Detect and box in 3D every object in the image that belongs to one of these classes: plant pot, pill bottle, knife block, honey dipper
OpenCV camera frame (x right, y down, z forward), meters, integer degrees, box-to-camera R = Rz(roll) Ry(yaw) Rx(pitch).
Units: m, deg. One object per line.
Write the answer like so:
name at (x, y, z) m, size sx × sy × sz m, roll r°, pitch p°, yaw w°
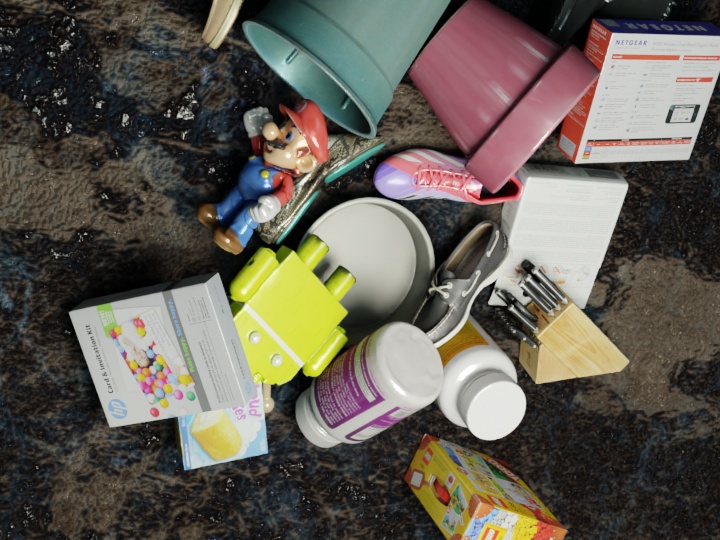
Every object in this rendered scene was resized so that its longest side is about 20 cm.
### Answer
plant pot at (-0.003, -0.295, 1.374) m, size 0.200 × 0.200 × 0.197 m, roll 40°, pitch 84°, yaw -25°
pill bottle at (0.005, 0.153, 1.510) m, size 0.111 × 0.114 × 0.199 m, roll 32°, pitch 136°, yaw -25°
pill bottle at (0.136, 0.133, 1.539) m, size 0.109 × 0.200 × 0.113 m, roll -8°, pitch 116°, yaw -17°
knife block at (0.280, 0.061, 1.631) m, size 0.196 × 0.064 × 0.178 m, roll -6°, pitch 120°, yaw -17°
plant pot at (0.163, -0.227, 1.442) m, size 0.179 × 0.200 × 0.200 m, roll 43°, pitch 90°, yaw 1°
honey dipper at (-0.122, 0.091, 1.535) m, size 0.037 × 0.038 × 0.204 m, roll -2°, pitch 111°, yaw -18°

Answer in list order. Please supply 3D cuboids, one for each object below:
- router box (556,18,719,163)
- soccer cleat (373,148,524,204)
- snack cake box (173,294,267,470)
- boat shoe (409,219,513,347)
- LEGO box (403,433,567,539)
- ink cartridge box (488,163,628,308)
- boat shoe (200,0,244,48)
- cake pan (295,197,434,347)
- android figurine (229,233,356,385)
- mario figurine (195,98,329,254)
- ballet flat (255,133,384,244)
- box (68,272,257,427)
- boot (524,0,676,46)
router box at (0.372, -0.234, 1.555) m, size 0.197 × 0.049 × 0.182 m, roll -4°, pitch 123°, yaw -26°
soccer cleat at (0.116, -0.117, 1.525) m, size 0.196 × 0.076 × 0.068 m, roll 2°, pitch 107°, yaw -20°
snack cake box at (-0.185, 0.140, 1.508) m, size 0.113 × 0.067 × 0.204 m, roll -9°, pitch 110°, yaw -15°
boat shoe at (0.123, 0.018, 1.538) m, size 0.200 × 0.073 × 0.061 m, roll -46°, pitch 132°, yaw -16°
LEGO box at (0.166, 0.319, 1.615) m, size 0.147 × 0.200 × 0.078 m, roll 22°, pitch 100°, yaw -24°
ink cartridge box at (0.265, -0.046, 1.630) m, size 0.159 × 0.050 × 0.203 m, roll 2°, pitch 123°, yaw -20°
boat shoe at (-0.156, -0.359, 1.362) m, size 0.063 × 0.071 × 0.203 m, roll 16°, pitch 93°, yaw -16°
cake pan at (0.000, 0.000, 1.544) m, size 0.197 × 0.037 × 0.204 m, roll -6°, pitch 109°, yaw -17°
android figurine at (-0.094, 0.058, 1.465) m, size 0.200 × 0.041 × 0.183 m, roll -48°, pitch 123°, yaw -13°
mario figurine at (-0.122, -0.126, 1.410) m, size 0.123 × 0.106 × 0.201 m, roll 41°, pitch 97°, yaw 7°
ballet flat at (-0.062, -0.121, 1.475) m, size 0.200 × 0.068 × 0.075 m, roll -43°, pitch 90°, yaw -1°
box at (-0.238, 0.097, 1.422) m, size 0.197 × 0.041 × 0.159 m, roll -10°, pitch 105°, yaw 24°
boot at (0.311, -0.335, 1.531) m, size 0.161 × 0.073 × 0.201 m, roll 22°, pitch 100°, yaw -30°
